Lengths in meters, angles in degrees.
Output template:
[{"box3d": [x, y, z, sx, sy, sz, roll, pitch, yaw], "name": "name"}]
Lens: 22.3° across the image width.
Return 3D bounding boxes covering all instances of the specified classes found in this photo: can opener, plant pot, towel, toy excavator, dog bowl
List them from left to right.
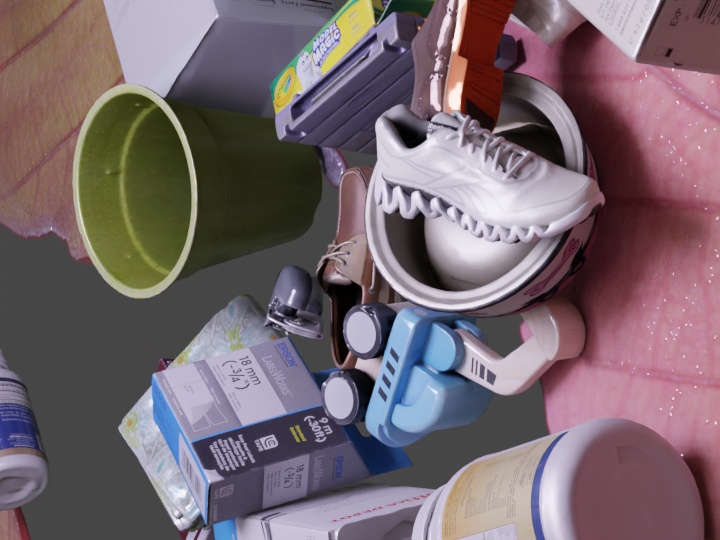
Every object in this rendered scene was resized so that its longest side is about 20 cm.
[{"box3d": [-0.144, -0.080, 1.763, 0.200, 0.190, 0.201, 7, 99, 47], "name": "plant pot"}, {"box3d": [-0.143, 0.142, 1.826, 0.200, 0.048, 0.171, -47, 48, 7], "name": "towel"}, {"box3d": [-0.054, 0.020, 1.684, 0.200, 0.053, 0.067, -92, 21, -78], "name": "can opener"}, {"box3d": [0.085, 0.080, 1.527, 0.200, 0.100, 0.195, 33, 116, 37], "name": "toy excavator"}, {"box3d": [0.104, -0.052, 1.447, 0.200, 0.074, 0.201, -14, 63, 30], "name": "dog bowl"}]

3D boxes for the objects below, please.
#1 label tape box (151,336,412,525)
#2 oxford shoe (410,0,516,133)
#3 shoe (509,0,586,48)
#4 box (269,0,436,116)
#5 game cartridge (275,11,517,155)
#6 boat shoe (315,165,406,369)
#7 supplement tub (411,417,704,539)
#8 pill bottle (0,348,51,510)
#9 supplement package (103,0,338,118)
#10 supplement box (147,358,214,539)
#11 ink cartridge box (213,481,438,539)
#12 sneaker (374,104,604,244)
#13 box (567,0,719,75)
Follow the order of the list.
[{"box3d": [-0.070, 0.133, 1.634, 0.144, 0.199, 0.063, -124, 28, -41], "name": "label tape box"}, {"box3d": [0.074, -0.200, 1.429, 0.073, 0.071, 0.201, 4, 80, 39], "name": "oxford shoe"}, {"box3d": [0.113, -0.235, 1.498, 0.200, 0.070, 0.053, 37, 98, 49], "name": "shoe"}, {"box3d": [0.017, -0.191, 1.605, 0.200, 0.117, 0.049, -37, 59, 49], "name": "box"}, {"box3d": [0.030, -0.157, 1.572, 0.200, 0.129, 0.039, -34, 61, 50], "name": "game cartridge"}, {"box3d": [0.000, 0.000, 1.660, 0.076, 0.072, 0.201, -26, 67, 53], "name": "boat shoe"}, {"box3d": [0.142, 0.198, 1.367, 0.200, 0.144, 0.145, -28, 65, 53], "name": "supplement tub"}, {"box3d": [-0.470, 0.196, 2.327, 0.111, 0.111, 0.200, -56, 45, 39], "name": "pill bottle"}, {"box3d": [-0.143, -0.263, 1.823, 0.191, 0.147, 0.201, -49, 49, 44], "name": "supplement package"}, {"box3d": [-0.169, 0.197, 1.915, 0.200, 0.061, 0.109, 57, 131, 40], "name": "supplement box"}, {"box3d": [-0.016, 0.240, 1.596, 0.200, 0.146, 0.086, -1, 98, 57], "name": "ink cartridge box"}, {"box3d": [0.088, -0.074, 1.357, 0.200, 0.075, 0.081, 13, 126, 36], "name": "sneaker"}, {"box3d": [0.210, -0.236, 1.304, 0.200, 0.128, 0.109, 53, 130, 43], "name": "box"}]
